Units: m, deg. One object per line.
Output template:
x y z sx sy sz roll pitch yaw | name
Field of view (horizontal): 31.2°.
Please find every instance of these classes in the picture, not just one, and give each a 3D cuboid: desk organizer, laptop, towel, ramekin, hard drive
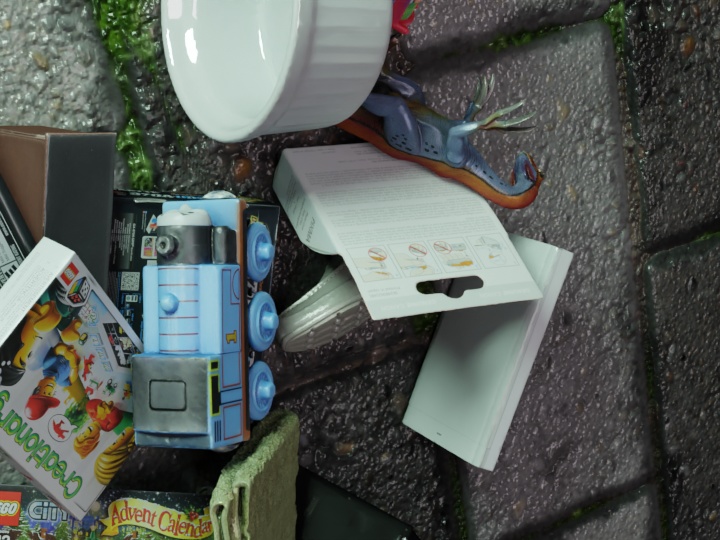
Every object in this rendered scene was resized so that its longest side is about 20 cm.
-0.240 -0.007 0.967 0.072 0.077 0.201 -11 109 -57 | desk organizer
-0.025 0.312 1.161 0.199 0.116 0.188 28 64 6 | laptop
-0.084 0.200 1.015 0.036 0.200 0.149 6 104 9 | towel
-0.063 -0.198 0.972 0.097 0.200 0.202 -5 104 -36 | ramekin
0.111 0.064 1.161 0.026 0.132 0.201 19 92 -31 | hard drive

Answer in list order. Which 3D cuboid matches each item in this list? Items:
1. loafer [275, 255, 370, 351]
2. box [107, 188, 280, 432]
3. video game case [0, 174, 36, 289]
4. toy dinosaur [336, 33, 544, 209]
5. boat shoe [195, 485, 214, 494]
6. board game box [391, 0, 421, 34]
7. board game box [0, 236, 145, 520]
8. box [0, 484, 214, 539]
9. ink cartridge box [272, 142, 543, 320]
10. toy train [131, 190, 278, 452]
0.000 0.000 1.128 0.200 0.070 0.070 -33 73 -24 | loafer
-0.155 0.037 1.056 0.158 0.046 0.201 1 100 -29 | box
-0.338 -0.043 0.890 0.180 0.026 0.201 -24 103 1 | video game case
0.064 -0.113 1.094 0.200 0.105 0.182 -29 103 27 | toy dinosaur
-0.182 0.262 1.083 0.201 0.072 0.066 -41 108 -16 | boat shoe
0.055 -0.239 1.021 0.039 0.200 0.159 28 83 -7 | board game box
-0.213 0.083 0.923 0.126 0.035 0.200 -55 150 -20 | board game box
-0.205 0.243 1.022 0.199 0.038 0.137 5 79 -13 | box
0.036 -0.028 1.064 0.159 0.200 0.047 -6 138 -26 | ink cartridge box
-0.117 0.039 0.968 0.114 0.086 0.201 -2 92 -68 | toy train
